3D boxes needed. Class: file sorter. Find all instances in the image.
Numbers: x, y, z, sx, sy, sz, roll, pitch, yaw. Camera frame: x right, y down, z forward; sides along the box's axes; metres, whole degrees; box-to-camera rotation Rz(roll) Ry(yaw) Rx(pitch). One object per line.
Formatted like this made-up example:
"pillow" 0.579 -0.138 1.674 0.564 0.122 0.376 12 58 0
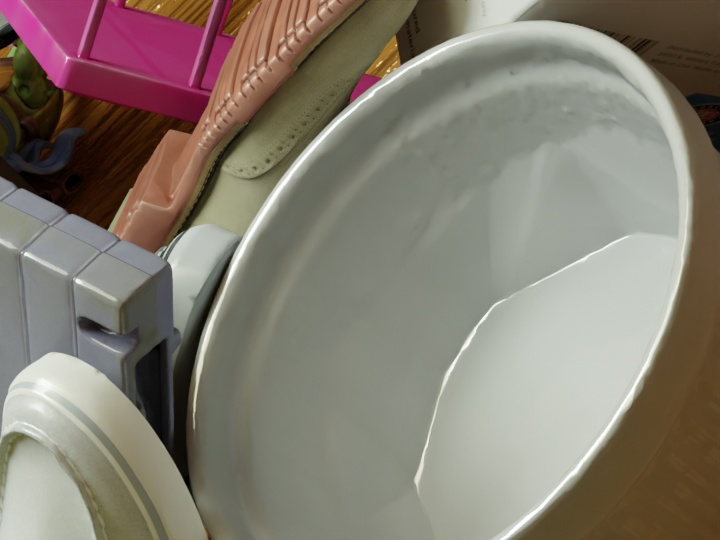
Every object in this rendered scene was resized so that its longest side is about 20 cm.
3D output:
"file sorter" -0.027 -0.126 0.925 0.126 0.199 0.139 -70 25 14

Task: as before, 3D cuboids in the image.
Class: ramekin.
"ramekin" 0.050 0.033 0.719 0.199 0.105 0.201 -27 46 31

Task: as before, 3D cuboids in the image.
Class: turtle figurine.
"turtle figurine" -0.227 -0.126 1.248 0.194 0.199 0.145 -74 2 -78

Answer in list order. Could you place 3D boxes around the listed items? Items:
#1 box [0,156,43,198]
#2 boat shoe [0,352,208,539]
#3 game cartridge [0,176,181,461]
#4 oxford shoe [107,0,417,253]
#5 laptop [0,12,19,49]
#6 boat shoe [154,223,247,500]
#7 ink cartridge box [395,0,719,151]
"box" -0.212 0.069 0.976 0.164 0.166 0.201 -23 35 33
"boat shoe" -0.093 0.121 0.726 0.072 0.201 0.068 26 44 29
"game cartridge" -0.118 0.052 0.772 0.129 0.201 0.038 29 48 26
"oxford shoe" -0.023 -0.046 0.809 0.200 0.074 0.071 -48 16 41
"laptop" -0.234 -0.125 1.058 0.176 0.104 0.200 -28 10 9
"boat shoe" -0.089 0.055 0.830 0.074 0.068 0.200 -51 -16 -42
"ink cartridge box" 0.121 -0.123 0.757 0.200 0.144 0.084 -37 55 49
